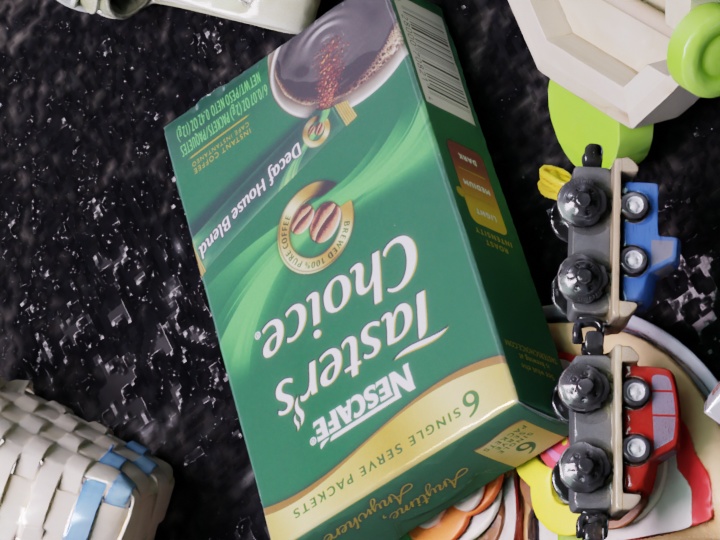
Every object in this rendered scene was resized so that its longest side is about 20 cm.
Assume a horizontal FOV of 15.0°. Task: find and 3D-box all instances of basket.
[{"bbox_3d":[-0.189,0.115,1.106,0.200,0.139,0.177,18,96,0],"label":"basket"}]

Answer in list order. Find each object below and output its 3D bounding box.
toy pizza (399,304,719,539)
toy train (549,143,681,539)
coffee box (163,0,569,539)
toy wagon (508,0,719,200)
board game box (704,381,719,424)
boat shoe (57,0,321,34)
[{"bbox_3d":[0.063,0.110,1.003,0.200,0.032,0.201,-12,73,41],"label":"toy pizza"},{"bbox_3d":[0.090,0.053,0.952,0.046,0.034,0.201,1,75,-1],"label":"toy train"},{"bbox_3d":[0.000,0.000,1.041,0.123,0.044,0.200,-32,56,26],"label":"coffee box"},{"bbox_3d":[0.088,-0.114,0.994,0.155,0.039,0.200,39,138,51],"label":"toy wagon"},{"bbox_3d":[0.223,0.005,0.899,0.126,0.035,0.200,37,100,3],"label":"board game box"},{"bbox_3d":[-0.102,-0.135,1.125,0.200,0.072,0.062,9,88,29],"label":"boat shoe"}]
